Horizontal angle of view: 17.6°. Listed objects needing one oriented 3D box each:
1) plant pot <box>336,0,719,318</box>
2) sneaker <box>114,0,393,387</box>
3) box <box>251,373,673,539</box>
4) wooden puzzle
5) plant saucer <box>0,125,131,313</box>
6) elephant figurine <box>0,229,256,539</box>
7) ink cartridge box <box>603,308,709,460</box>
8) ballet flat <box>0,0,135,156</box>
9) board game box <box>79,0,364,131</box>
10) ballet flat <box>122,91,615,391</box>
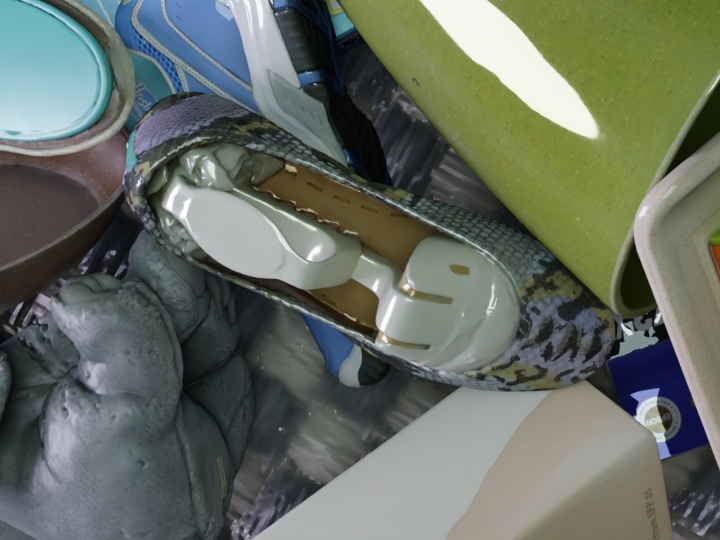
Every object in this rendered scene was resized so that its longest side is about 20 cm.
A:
[{"bbox_3d":[0.073,-0.115,0.869,0.200,0.187,0.187,36,91,18],"label":"plant pot"},{"bbox_3d":[-0.034,-0.041,0.937,0.077,0.076,0.200,-14,114,12],"label":"sneaker"},{"bbox_3d":[0.020,0.127,0.894,0.200,0.095,0.078,-36,48,-18],"label":"box"},{"bbox_3d":[0.184,0.017,0.840,0.037,0.185,0.200,4,122,44],"label":"wooden puzzle"},{"bbox_3d":[-0.183,-0.017,0.915,0.199,0.200,0.032,-9,116,5],"label":"plant saucer"},{"bbox_3d":[-0.152,0.059,0.950,0.199,0.155,0.142,-7,121,15],"label":"elephant figurine"},{"bbox_3d":[0.128,-0.027,0.964,0.094,0.037,0.201,-19,88,4],"label":"ink cartridge box"},{"bbox_3d":[-0.157,-0.084,0.943,0.200,0.062,0.068,11,92,33],"label":"ballet flat"},{"bbox_3d":[-0.042,-0.159,0.975,0.200,0.047,0.151,-29,88,3],"label":"board game box"},{"bbox_3d":[0.000,0.000,0.864,0.200,0.072,0.072,26,90,-1],"label":"ballet flat"}]
